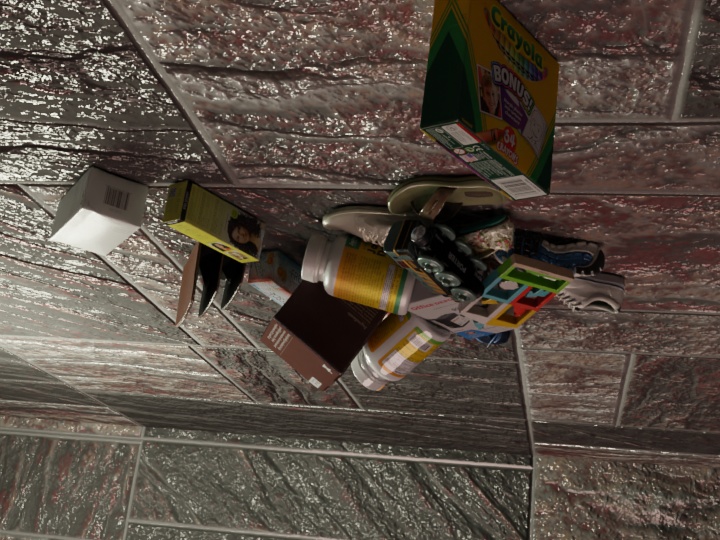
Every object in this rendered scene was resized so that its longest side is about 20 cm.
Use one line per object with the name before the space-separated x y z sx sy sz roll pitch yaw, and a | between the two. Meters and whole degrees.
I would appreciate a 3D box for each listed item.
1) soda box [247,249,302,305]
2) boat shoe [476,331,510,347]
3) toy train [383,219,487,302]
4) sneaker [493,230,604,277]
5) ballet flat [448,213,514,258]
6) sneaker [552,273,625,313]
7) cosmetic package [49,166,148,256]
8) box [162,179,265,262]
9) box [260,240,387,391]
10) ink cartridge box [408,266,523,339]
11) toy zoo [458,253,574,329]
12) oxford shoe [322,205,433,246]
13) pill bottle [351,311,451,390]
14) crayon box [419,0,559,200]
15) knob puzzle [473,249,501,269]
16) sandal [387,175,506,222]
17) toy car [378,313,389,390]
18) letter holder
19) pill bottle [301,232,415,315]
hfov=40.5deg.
soda box | -0.147 0.027 1.970 0.062 0.070 0.200 -4 157 27
boat shoe | 0.265 0.112 2.039 0.068 0.086 0.199 4 165 41
toy train | 0.126 -0.014 1.608 0.113 0.087 0.200 4 154 42
sneaker | 0.320 -0.015 1.711 0.196 0.077 0.087 10 165 -8
ballet flat | 0.175 -0.045 1.660 0.197 0.076 0.065 -9 112 37
sneaker | 0.398 0.038 1.820 0.196 0.072 0.073 7 160 0
cosmetic package | -0.463 -0.100 1.722 0.111 0.083 0.199 19 157 -30
box | -0.253 -0.083 1.709 0.049 0.077 0.199 -7 157 38
box | -0.058 0.087 1.838 0.163 0.201 0.166 39 156 -1
ink cartridge box | 0.190 0.049 1.807 0.198 0.085 0.144 25 152 -36
toy zoo | 0.259 0.046 1.692 0.129 0.021 0.200 13 142 -25
oxford shoe | 0.026 -0.072 1.670 0.196 0.059 0.075 4 164 15
pill bottle | 0.074 0.144 1.910 0.110 0.112 0.200 23 125 -38
crayon box | 0.154 -0.201 1.117 0.058 0.176 0.199 -6 157 39
knob puzzle | 0.209 0.002 1.846 0.215 0.031 0.220 6 159 2
sandal | 0.132 -0.109 1.537 0.197 0.058 0.080 -3 158 24
toy car | 0.066 0.151 2.040 0.182 0.204 0.176 20 156 -34
letter holder | -0.299 0.038 1.940 0.099 0.145 0.200 13 159 -16
pill bottle | 0.000 0.000 1.724 0.196 0.115 0.113 15 160 4
